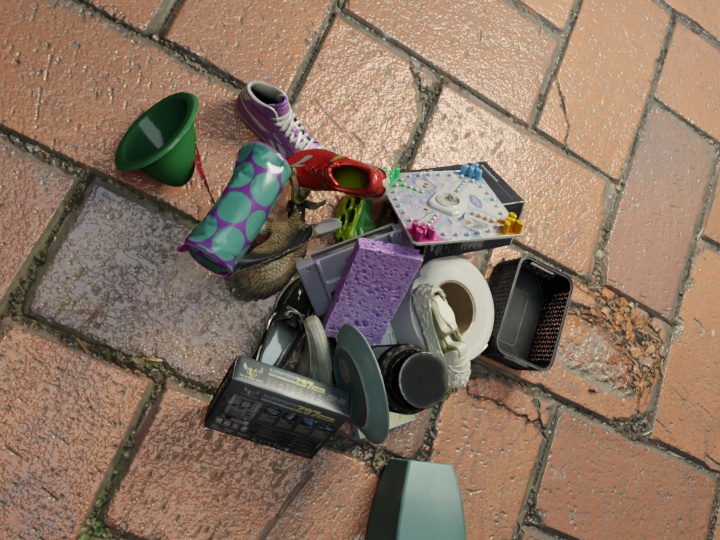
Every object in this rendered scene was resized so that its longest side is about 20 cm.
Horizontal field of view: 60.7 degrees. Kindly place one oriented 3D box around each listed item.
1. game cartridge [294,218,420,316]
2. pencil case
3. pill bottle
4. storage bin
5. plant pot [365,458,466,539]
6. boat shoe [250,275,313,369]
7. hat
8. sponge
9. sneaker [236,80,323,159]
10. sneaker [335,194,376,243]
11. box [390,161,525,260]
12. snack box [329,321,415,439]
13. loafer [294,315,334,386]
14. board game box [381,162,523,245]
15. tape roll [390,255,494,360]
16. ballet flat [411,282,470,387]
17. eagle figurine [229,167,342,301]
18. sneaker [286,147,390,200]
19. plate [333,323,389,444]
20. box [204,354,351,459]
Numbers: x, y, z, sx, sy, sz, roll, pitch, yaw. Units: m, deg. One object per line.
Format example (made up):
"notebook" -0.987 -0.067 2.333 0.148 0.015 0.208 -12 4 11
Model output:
"game cartridge" 0.000 0.000 1.043 0.198 0.039 0.130 -21 130 -2
"pencil case" -0.189 -0.095 0.942 0.092 0.085 0.201 26 72 4
"pill bottle" 0.061 0.177 1.010 0.111 0.200 0.113 3 82 -20
"storage bin" 0.321 0.087 1.218 0.134 0.094 0.201 24 76 -16
"plant pot" 0.098 0.436 1.072 0.140 0.141 0.202 12 72 -19
"boat shoe" -0.128 0.097 1.064 0.074 0.060 0.201 34 73 -13
"hat" -0.291 -0.167 1.033 0.176 0.164 0.201 51 36 -43
"sponge" 0.016 0.039 1.032 0.111 0.201 0.030 11 37 -18
"sneaker" -0.130 -0.250 1.080 0.200 0.114 0.073 36 71 -14
"sneaker" 0.000 -0.062 1.137 0.083 0.074 0.202 13 76 -43
"box" 0.178 -0.115 1.147 0.198 0.105 0.148 -9 43 -21
"snack box" 0.022 0.191 1.121 0.115 0.037 0.202 -13 88 -21
"loafer" -0.082 0.174 1.045 0.069 0.070 0.202 -8 108 -4
"board game box" 0.150 -0.120 1.046 0.198 0.026 0.201 -5 42 -17
"tape roll" 0.154 0.076 1.150 0.201 0.071 0.204 7 77 -31
"ballet flat" 0.147 0.115 1.060 0.071 0.072 0.201 -26 96 -21
"eagle figurine" -0.138 -0.045 1.043 0.152 0.150 0.201 44 53 -43
"sneaker" -0.048 -0.168 1.037 0.198 0.085 0.078 11 96 19
"plate" -0.008 0.187 1.003 0.025 0.200 0.202 -14 88 -21
"box" -0.135 0.226 0.996 0.199 0.158 0.051 21 43 -16
